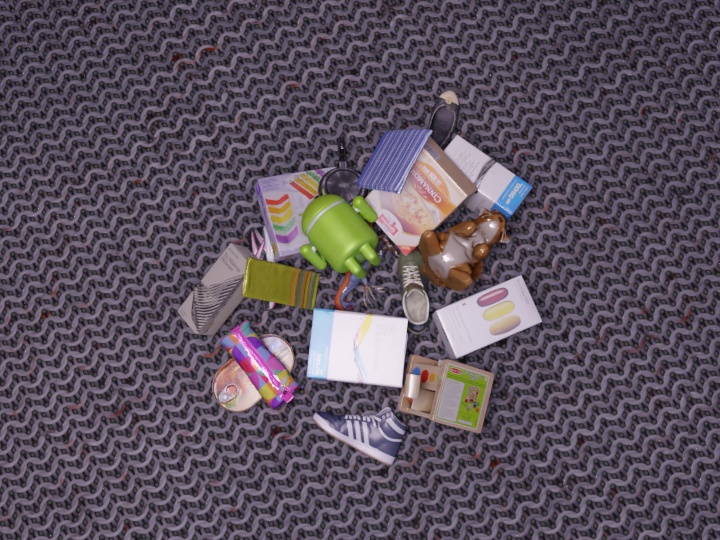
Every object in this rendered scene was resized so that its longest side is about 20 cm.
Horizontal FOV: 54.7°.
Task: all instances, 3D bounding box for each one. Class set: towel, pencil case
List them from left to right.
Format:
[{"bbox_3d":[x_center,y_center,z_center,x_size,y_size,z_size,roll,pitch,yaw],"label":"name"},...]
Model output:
[{"bbox_3d":[-0.211,0.201,1.481,0.088,0.088,0.200,-41,82,-5],"label":"pencil case"},{"bbox_3d":[-0.169,0.030,1.505,0.018,0.200,0.086,-3,78,43],"label":"towel"},{"bbox_3d":[0.067,-0.226,1.441,0.024,0.200,0.145,30,87,-26],"label":"towel"}]

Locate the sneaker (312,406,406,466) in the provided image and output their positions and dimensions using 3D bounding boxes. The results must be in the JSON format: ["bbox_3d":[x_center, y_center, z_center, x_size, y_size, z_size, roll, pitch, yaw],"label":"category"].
[{"bbox_3d":[0.004,0.326,1.500,0.200,0.070,0.109,29,88,-2],"label":"sneaker"}]

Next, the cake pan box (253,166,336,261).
[{"bbox_3d":[-0.118,-0.127,1.550,0.199,0.052,0.185,-11,82,-25],"label":"cake pan box"}]

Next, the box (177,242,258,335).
[{"bbox_3d":[-0.302,0.043,1.515,0.082,0.068,0.200,43,101,24],"label":"box"}]

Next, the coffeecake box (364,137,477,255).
[{"bbox_3d":[0.121,-0.156,1.477,0.154,0.073,0.200,48,124,5],"label":"coffeecake box"}]

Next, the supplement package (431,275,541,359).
[{"bbox_3d":[0.271,0.103,1.510,0.199,0.110,0.114,-23,82,-3],"label":"supplement package"}]

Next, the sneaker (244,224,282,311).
[{"bbox_3d":[-0.219,-0.004,1.561,0.086,0.080,0.201,-8,73,12],"label":"sneaker"}]

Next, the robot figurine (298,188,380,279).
[{"bbox_3d":[-0.044,-0.077,1.460,0.175,0.116,0.200,-43,74,4],"label":"robot figurine"}]

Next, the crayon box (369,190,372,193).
[{"bbox_3d":[0.109,-0.175,1.554,0.200,0.052,0.126,45,120,6],"label":"crayon box"}]

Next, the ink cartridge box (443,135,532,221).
[{"bbox_3d":[0.261,-0.192,1.536,0.200,0.146,0.084,37,83,6],"label":"ink cartridge box"}]

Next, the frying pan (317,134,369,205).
[{"bbox_3d":[-0.025,-0.214,1.555,0.115,0.031,0.191,19,71,4],"label":"frying pan"}]

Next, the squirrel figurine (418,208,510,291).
[{"bbox_3d":[0.226,-0.050,1.492,0.187,0.200,0.142,-40,79,-19],"label":"squirrel figurine"}]

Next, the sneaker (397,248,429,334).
[{"bbox_3d":[0.121,0.038,1.532,0.067,0.090,0.201,-6,81,1],"label":"sneaker"}]

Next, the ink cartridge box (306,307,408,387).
[{"bbox_3d":[-0.004,0.168,1.486,0.199,0.147,0.147,6,81,2],"label":"ink cartridge box"}]

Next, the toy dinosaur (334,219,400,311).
[{"bbox_3d":[0.000,0.000,1.550,0.181,0.105,0.200,-36,66,6],"label":"toy dinosaur"}]

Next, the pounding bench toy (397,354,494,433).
[{"bbox_3d":[0.141,0.243,1.442,0.199,0.156,0.125,20,80,-27],"label":"pounding bench toy"}]

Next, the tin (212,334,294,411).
[{"bbox_3d":[-0.234,0.227,1.537,0.200,0.042,0.112,-39,79,-5],"label":"tin"}]

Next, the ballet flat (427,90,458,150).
[{"bbox_3d":[0.184,-0.323,1.602,0.066,0.057,0.201,18,82,3],"label":"ballet flat"}]
